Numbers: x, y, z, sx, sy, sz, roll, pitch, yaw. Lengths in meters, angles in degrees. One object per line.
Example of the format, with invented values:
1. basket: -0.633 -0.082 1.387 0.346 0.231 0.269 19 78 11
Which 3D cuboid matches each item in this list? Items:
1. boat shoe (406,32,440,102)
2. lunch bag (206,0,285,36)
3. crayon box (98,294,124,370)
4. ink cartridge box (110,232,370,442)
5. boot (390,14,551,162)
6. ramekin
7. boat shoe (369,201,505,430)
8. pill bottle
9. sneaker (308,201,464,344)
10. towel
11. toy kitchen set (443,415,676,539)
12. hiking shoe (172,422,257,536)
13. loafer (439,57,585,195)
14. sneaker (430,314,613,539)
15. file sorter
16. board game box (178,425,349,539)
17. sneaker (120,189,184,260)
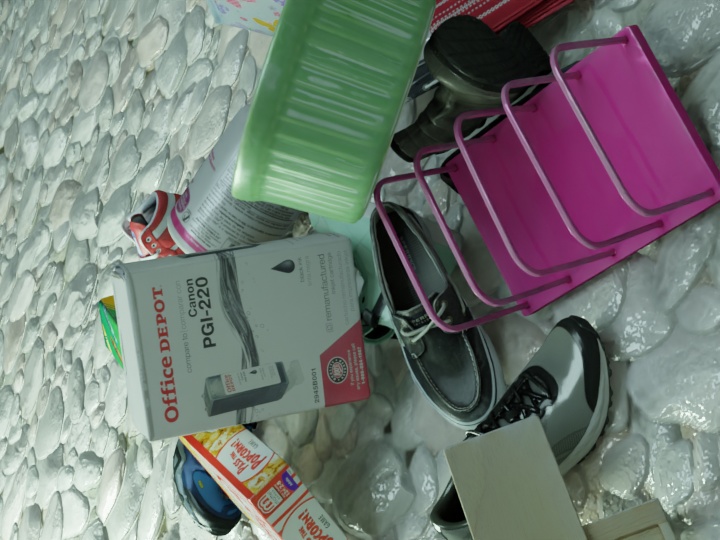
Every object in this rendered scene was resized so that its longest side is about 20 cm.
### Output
1. boat shoe: 0.071 -0.198 1.125 0.199 0.068 0.072 -29 45 20
2. lunch bag: -0.059 -0.294 1.187 0.200 0.168 0.128 62 -140 -86
3. crayon box: -0.138 0.050 1.207 0.119 0.199 0.059 39 138 53
4. ink cartridge box: -0.103 0.053 1.070 0.085 0.198 0.147 -168 70 -72
5. boot: 0.071 -0.127 0.966 0.131 0.200 0.068 -42 80 25
6. ramekin: -0.017 -0.132 0.912 0.200 0.097 0.202 -161 90 -88
7. boat shoe: 0.051 0.037 1.008 0.072 0.071 0.201 -30 73 12
8. pill bottle: -0.102 -0.097 1.280 0.200 0.113 0.114 -52 40 20
9. sneaker: 0.000 0.000 1.135 0.200 0.073 0.119 19 86 53
10. towel: 0.109 -0.270 1.082 0.144 0.022 0.201 -30 47 13
11. toy kitchen set: 0.121 0.225 0.891 0.199 0.181 0.164 -20 56 3
12. hiking shoe: -0.143 0.167 1.278 0.087 0.074 0.201 -36 50 43
13. loafer: 0.143 -0.111 0.990 0.200 0.063 0.072 -38 47 41
14. sneaker: 0.119 0.125 0.924 0.074 0.079 0.201 43 111 54
15. file sorter: 0.127 -0.059 0.897 0.200 0.125 0.140 -36 77 42
16. board game box: -0.089 0.196 1.128 0.046 0.152 0.200 -43 32 -14
17. sneaker: -0.229 0.005 1.425 0.071 0.112 0.202 22 95 55
